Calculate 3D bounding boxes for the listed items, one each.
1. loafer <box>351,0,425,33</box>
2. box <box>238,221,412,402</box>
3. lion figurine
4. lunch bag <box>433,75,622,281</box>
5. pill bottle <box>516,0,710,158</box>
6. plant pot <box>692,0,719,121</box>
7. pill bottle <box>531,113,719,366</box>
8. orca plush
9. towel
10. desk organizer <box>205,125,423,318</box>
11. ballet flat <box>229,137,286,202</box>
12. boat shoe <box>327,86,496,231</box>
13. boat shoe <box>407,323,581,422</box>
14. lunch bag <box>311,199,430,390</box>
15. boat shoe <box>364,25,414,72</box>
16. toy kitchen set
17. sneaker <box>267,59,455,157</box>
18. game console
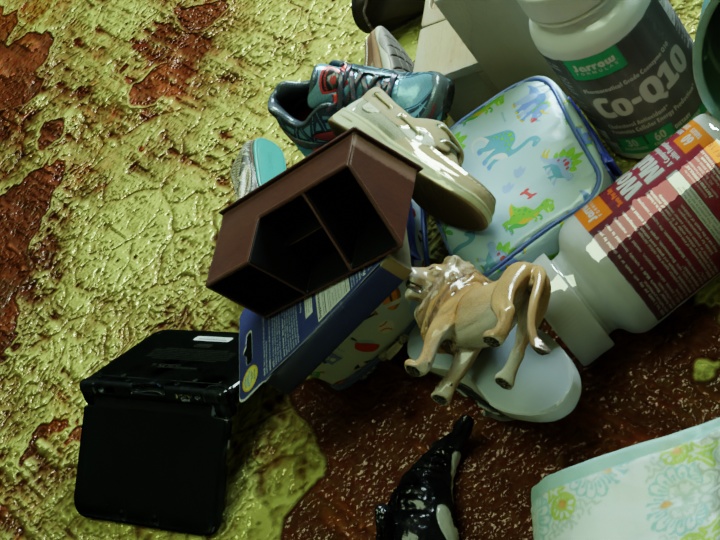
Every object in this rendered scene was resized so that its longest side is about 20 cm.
[{"bbox_3d":[0.078,-0.305,1.827,0.199,0.073,0.071,-36,37,9],"label":"loafer"},{"bbox_3d":[-0.033,0.019,1.512,0.200,0.032,0.122,-44,30,27],"label":"box"},{"bbox_3d":[0.099,0.031,1.375,0.199,0.072,0.123,-13,41,53],"label":"lion figurine"},{"bbox_3d":[0.143,-0.067,1.546,0.160,0.082,0.201,-36,38,13],"label":"lunch bag"},{"bbox_3d":[0.211,-0.196,1.511,0.113,0.200,0.114,-23,43,23],"label":"pill bottle"},{"bbox_3d":[0.358,-0.231,1.438,0.199,0.200,0.197,-24,34,22],"label":"plant pot"},{"bbox_3d":[0.226,-0.022,1.412,0.200,0.110,0.110,-38,39,5],"label":"pill bottle"},{"bbox_3d":[0.045,0.197,1.401,0.105,0.071,0.201,0,56,41],"label":"orca plush"},{"bbox_3d":[0.215,0.199,1.272,0.199,0.048,0.172,-23,42,24],"label":"towel"},{"bbox_3d":[-0.042,-0.035,1.470,0.200,0.071,0.077,-28,42,48],"label":"desk organizer"},{"bbox_3d":[-0.099,-0.053,1.771,0.075,0.068,0.201,-52,28,25],"label":"ballet flat"},{"bbox_3d":[0.053,-0.101,1.528,0.065,0.072,0.200,-43,45,-11],"label":"boat shoe"},{"bbox_3d":[0.117,0.087,1.444,0.199,0.068,0.074,12,67,53],"label":"boat shoe"},{"bbox_3d":[0.000,0.000,1.590,0.160,0.075,0.201,-42,36,33],"label":"lunch bag"},{"bbox_3d":[0.021,-0.163,1.750,0.072,0.076,0.201,-30,39,19],"label":"boat shoe"},{"bbox_3d":[0.139,-0.263,1.665,0.199,0.163,0.181,-16,46,30],"label":"toy kitchen set"},{"bbox_3d":[-0.006,-0.150,1.645,0.199,0.095,0.080,-10,55,40],"label":"sneaker"},{"bbox_3d":[-0.162,0.144,1.673,0.199,0.117,0.176,1,26,41],"label":"game console"}]
